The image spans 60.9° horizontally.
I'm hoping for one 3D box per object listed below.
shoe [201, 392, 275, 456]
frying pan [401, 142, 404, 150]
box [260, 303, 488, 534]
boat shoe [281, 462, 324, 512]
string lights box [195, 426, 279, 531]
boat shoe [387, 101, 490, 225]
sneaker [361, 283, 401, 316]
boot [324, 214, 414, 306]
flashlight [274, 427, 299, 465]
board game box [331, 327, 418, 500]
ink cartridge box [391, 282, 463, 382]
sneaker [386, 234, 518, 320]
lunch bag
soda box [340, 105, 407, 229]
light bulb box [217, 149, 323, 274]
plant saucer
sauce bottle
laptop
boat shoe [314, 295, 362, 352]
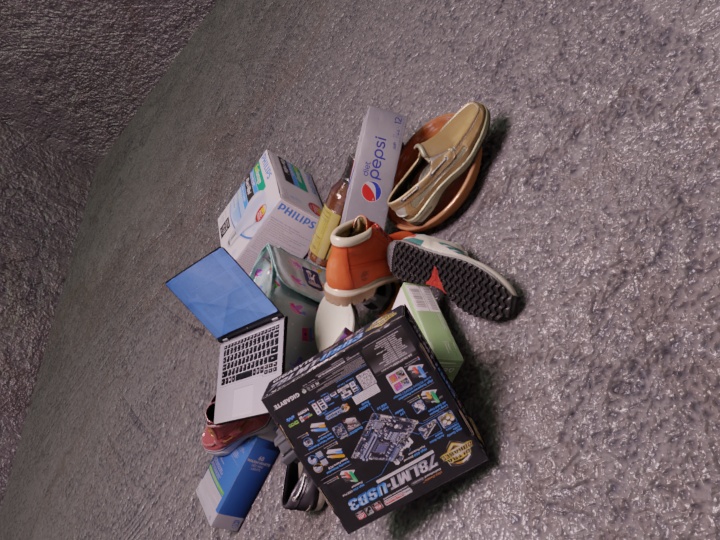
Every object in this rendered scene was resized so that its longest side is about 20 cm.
[{"bbox_3d":[-0.226,0.248,1.012,0.198,0.090,0.073,-31,45,36],"label":"shoe"},{"bbox_3d":[0.012,-0.158,1.093,0.189,0.030,0.118,-5,70,67],"label":"frying pan"},{"bbox_3d":[0.017,0.175,0.712,0.197,0.201,0.050,-31,11,11],"label":"box"},{"bbox_3d":[-0.083,0.251,0.901,0.072,0.061,0.206,-3,84,63],"label":"boat shoe"},{"bbox_3d":[-0.205,0.329,1.063,0.102,0.058,0.203,32,94,56],"label":"string lights box"},{"bbox_3d":[0.111,-0.164,0.890,0.202,0.075,0.072,-58,35,8],"label":"boat shoe"},{"bbox_3d":[0.000,0.000,0.994,0.079,0.076,0.200,-58,33,10],"label":"sneaker"},{"bbox_3d":[0.026,-0.035,0.885,0.074,0.198,0.110,17,120,35],"label":"boot"},{"bbox_3d":[-0.029,0.171,0.807,0.199,0.067,0.069,-41,62,17],"label":"flashlight"},{"bbox_3d":[0.026,0.177,0.750,0.121,0.198,0.032,-52,4,16],"label":"board game box"},{"bbox_3d":[0.062,0.141,0.849,0.147,0.047,0.203,-111,33,-48],"label":"ink cartridge box"},{"bbox_3d":[0.134,-0.005,0.824,0.197,0.093,0.072,24,125,34],"label":"sneaker"},{"bbox_3d":[-0.106,0.074,1.000,0.121,0.168,0.205,-17,58,47],"label":"lunch bag"},{"bbox_3d":[0.019,-0.153,0.983,0.063,0.067,0.205,140,142,-77],"label":"soda box"},{"bbox_3d":[-0.185,-0.099,1.261,0.201,0.123,0.200,-49,36,20],"label":"light bulb box"},{"bbox_3d":[0.118,-0.151,0.972,0.198,0.037,0.204,-31,46,37],"label":"plant saucer"},{"bbox_3d":[-0.034,-0.104,1.076,0.203,0.065,0.066,-65,31,23],"label":"sauce bottle"},{"bbox_3d":[-0.200,0.102,0.871,0.185,0.114,0.205,-23,59,46],"label":"laptop"},{"bbox_3d":[-0.020,0.123,0.905,0.071,0.060,0.205,-29,51,21],"label":"boat shoe"}]
